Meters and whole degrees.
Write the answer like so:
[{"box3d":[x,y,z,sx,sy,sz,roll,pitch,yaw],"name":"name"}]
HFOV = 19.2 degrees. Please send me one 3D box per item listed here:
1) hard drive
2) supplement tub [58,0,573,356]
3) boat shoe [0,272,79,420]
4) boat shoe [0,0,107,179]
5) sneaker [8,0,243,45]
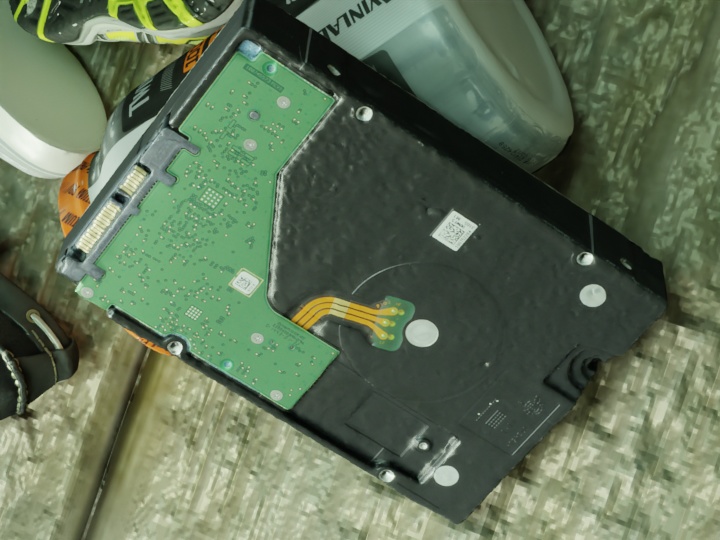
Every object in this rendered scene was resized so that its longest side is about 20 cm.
[{"box3d":[0.000,0.000,0.830,0.140,0.200,0.038,-50,18,27],"name":"hard drive"},{"box3d":[-0.022,-0.053,0.891,0.200,0.122,0.123,-32,66,20],"name":"supplement tub"},{"box3d":[-0.209,0.001,1.031,0.068,0.072,0.200,-32,52,-20],"name":"boat shoe"},{"box3d":[-0.200,-0.097,1.038,0.200,0.072,0.069,40,122,23],"name":"boat shoe"},{"box3d":[-0.095,-0.132,0.983,0.200,0.076,0.076,20,96,49],"name":"sneaker"}]
